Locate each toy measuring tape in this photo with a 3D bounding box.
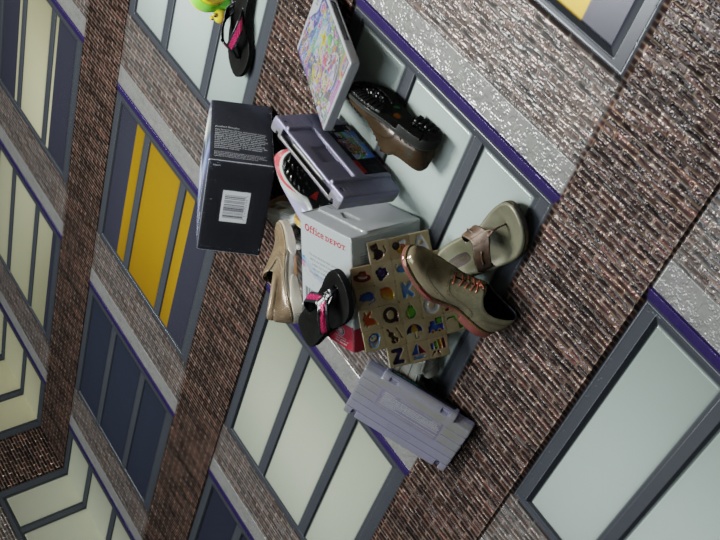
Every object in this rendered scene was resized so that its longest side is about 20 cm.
[{"bbox_3d":[-0.297,-0.549,1.908,0.074,0.073,0.201,-26,83,55],"label":"toy measuring tape"}]

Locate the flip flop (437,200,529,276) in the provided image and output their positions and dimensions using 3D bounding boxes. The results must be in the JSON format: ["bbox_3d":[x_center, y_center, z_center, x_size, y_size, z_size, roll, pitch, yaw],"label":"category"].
[{"bbox_3d":[0.170,-0.034,1.499,0.200,0.057,0.081,-31,79,49],"label":"flip flop"}]

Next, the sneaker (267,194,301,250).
[{"bbox_3d":[-0.091,-0.076,1.846,0.200,0.075,0.088,25,138,52],"label":"sneaker"}]

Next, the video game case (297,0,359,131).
[{"bbox_3d":[-0.055,-0.345,1.655,0.143,0.018,0.201,117,145,-46],"label":"video game case"}]

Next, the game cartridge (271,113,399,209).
[{"bbox_3d":[-0.039,-0.181,1.649,0.200,0.129,0.038,51,135,27],"label":"game cartridge"}]

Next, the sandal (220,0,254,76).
[{"bbox_3d":[-0.228,-0.450,1.877,0.075,0.045,0.201,38,133,38],"label":"sandal"}]

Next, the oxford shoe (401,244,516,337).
[{"bbox_3d":[0.146,0.020,1.495,0.200,0.071,0.075,36,144,-24],"label":"oxford shoe"}]

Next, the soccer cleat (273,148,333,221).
[{"bbox_3d":[-0.085,-0.113,1.722,0.201,0.068,0.073,64,164,-22],"label":"soccer cleat"}]

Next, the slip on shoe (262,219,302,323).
[{"bbox_3d":[-0.139,0.001,1.764,0.076,0.060,0.201,101,163,-62],"label":"slip on shoe"}]

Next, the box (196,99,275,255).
[{"bbox_3d":[-0.229,-0.168,1.866,0.199,0.123,0.201,-97,18,-50],"label":"box"}]

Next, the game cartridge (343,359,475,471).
[{"bbox_3d":[0.079,0.237,1.697,0.200,0.038,0.130,31,130,5],"label":"game cartridge"}]

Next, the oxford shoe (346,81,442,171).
[{"bbox_3d":[0.038,-0.222,1.592,0.200,0.072,0.085,48,140,31],"label":"oxford shoe"}]

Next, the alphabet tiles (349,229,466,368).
[{"bbox_3d":[0.074,0.044,1.586,0.006,0.166,0.201,-148,47,-76],"label":"alphabet tiles"}]

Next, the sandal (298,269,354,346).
[{"bbox_3d":[-0.063,0.067,1.607,0.075,0.045,0.200,64,147,18],"label":"sandal"}]

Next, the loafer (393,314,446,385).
[{"bbox_3d":[0.100,0.141,1.679,0.070,0.070,0.200,26,133,0],"label":"loafer"}]

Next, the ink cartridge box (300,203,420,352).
[{"bbox_3d":[0.000,0.000,1.673,0.145,0.144,0.201,29,129,47],"label":"ink cartridge box"}]
